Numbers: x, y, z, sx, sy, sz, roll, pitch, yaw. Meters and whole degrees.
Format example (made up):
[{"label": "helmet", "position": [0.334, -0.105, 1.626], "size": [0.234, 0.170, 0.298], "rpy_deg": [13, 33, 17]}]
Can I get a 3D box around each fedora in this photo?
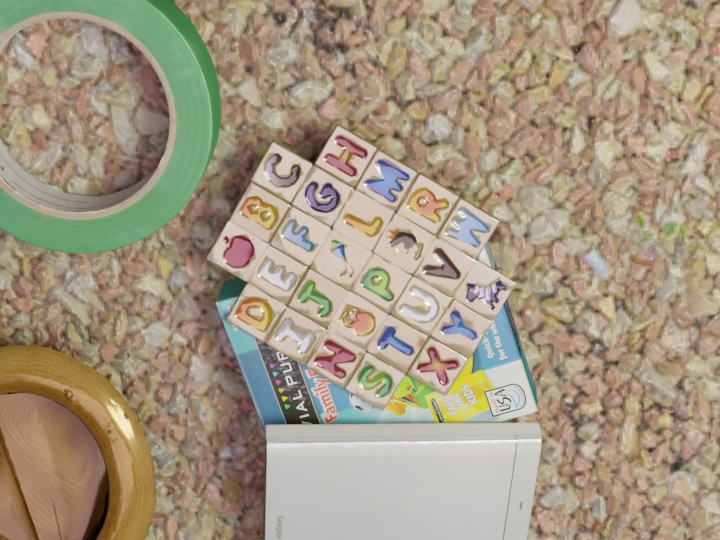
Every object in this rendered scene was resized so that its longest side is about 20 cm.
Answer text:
[{"label": "fedora", "position": [-0.240, 0.146, 1.326], "size": [0.200, 0.082, 0.201], "rpy_deg": [1, 104, 5]}]

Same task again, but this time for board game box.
[{"label": "board game box", "position": [0.014, 0.056, 1.297], "size": [0.200, 0.047, 0.151], "rpy_deg": [-17, 107, 9]}]

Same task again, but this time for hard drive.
[{"label": "hard drive", "position": [0.028, 0.167, 1.310], "size": [0.199, 0.027, 0.132], "rpy_deg": [0, 130, -4]}]

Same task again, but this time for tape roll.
[{"label": "tape roll", "position": [-0.200, -0.114, 1.252], "size": [0.200, 0.048, 0.201], "rpy_deg": [1, 109, 3]}]

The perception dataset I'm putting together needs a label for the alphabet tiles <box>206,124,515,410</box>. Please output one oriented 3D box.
[{"label": "alphabet tiles", "position": [0.000, 0.000, 1.251], "size": [0.200, 0.006, 0.167], "rpy_deg": [30, 107, -4]}]
